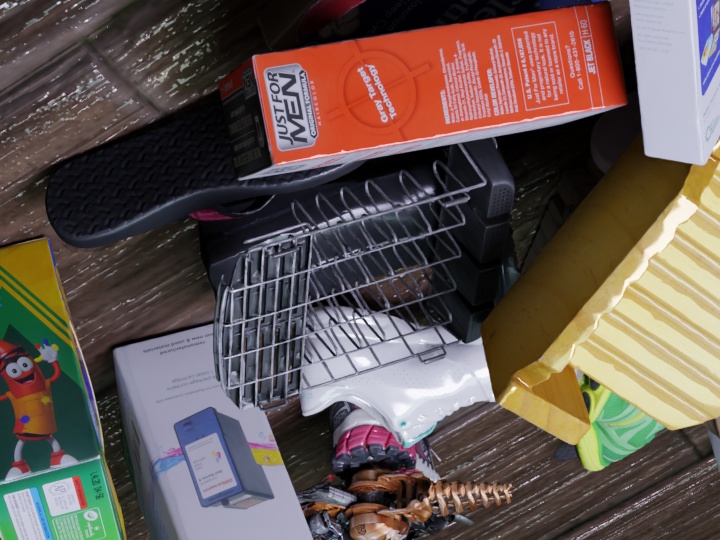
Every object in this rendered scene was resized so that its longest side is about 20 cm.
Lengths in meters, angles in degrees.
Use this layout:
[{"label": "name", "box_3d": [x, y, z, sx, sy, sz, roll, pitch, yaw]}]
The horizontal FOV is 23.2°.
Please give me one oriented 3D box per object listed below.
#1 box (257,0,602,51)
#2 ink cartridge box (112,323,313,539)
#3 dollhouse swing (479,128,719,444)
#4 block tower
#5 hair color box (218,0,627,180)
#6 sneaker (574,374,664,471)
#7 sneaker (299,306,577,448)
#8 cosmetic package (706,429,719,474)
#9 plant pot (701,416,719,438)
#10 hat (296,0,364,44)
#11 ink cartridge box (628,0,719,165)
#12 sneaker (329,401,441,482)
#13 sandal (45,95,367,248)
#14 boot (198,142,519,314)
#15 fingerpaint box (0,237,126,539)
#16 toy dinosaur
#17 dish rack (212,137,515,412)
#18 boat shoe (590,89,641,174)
[{"label": "box", "box_3d": [0.051, -0.145, 1.023, 0.200, 0.032, 0.121, 19, 128, -45]}, {"label": "ink cartridge box", "box_3d": [-0.100, 0.160, 1.193, 0.087, 0.200, 0.146, -13, 144, -14]}, {"label": "dollhouse swing", "box_3d": [0.202, 0.025, 1.047, 0.176, 0.182, 0.200, 37, 104, -11]}, {"label": "block tower", "box_3d": [0.152, 0.005, 1.257, 0.054, 0.058, 0.200, -7, 140, -21]}, {"label": "hair color box", "box_3d": [0.032, -0.097, 0.954, 0.199, 0.062, 0.101, -12, -178, -16]}, {"label": "sneaker", "box_3d": [0.202, 0.094, 1.392, 0.083, 0.074, 0.200, -19, 154, -1]}, {"label": "sneaker", "box_3d": [0.052, 0.081, 1.227, 0.199, 0.089, 0.075, 7, 169, -8]}, {"label": "cosmetic package", "box_3d": [0.364, 0.088, 1.398, 0.052, 0.151, 0.200, 30, 121, -28]}, {"label": "plant pot", "box_3d": [0.276, 0.039, 1.300, 0.092, 0.202, 0.201, 6, 159, 31]}, {"label": "hat", "box_3d": [0.074, -0.231, 0.913, 0.175, 0.200, 0.166, 10, 132, 27]}, {"label": "ink cartridge box", "box_3d": [0.167, -0.160, 0.884, 0.039, 0.100, 0.200, 13, 138, 25]}, {"label": "sneaker", "box_3d": [0.019, 0.131, 1.340, 0.080, 0.075, 0.200, -7, 158, 2]}, {"label": "sandal", "box_3d": [-0.086, -0.060, 1.030, 0.199, 0.075, 0.045, -17, 152, 5]}, {"label": "boot", "box_3d": [0.000, -0.001, 1.151, 0.199, 0.066, 0.165, -21, 136, -10]}, {"label": "fingerpaint box", "box_3d": [-0.197, 0.108, 1.099, 0.073, 0.167, 0.200, -14, 143, -9]}, {"label": "toy dinosaur", "box_3d": [0.015, 0.188, 1.269, 0.199, 0.102, 0.136, 3, 151, 39]}, {"label": "dish rack", "box_3d": [0.000, 0.005, 1.053, 0.199, 0.055, 0.154, -17, 137, -22]}, {"label": "boat shoe", "box_3d": [0.246, -0.086, 1.173, 0.199, 0.075, 0.093, -16, 151, -8]}]
